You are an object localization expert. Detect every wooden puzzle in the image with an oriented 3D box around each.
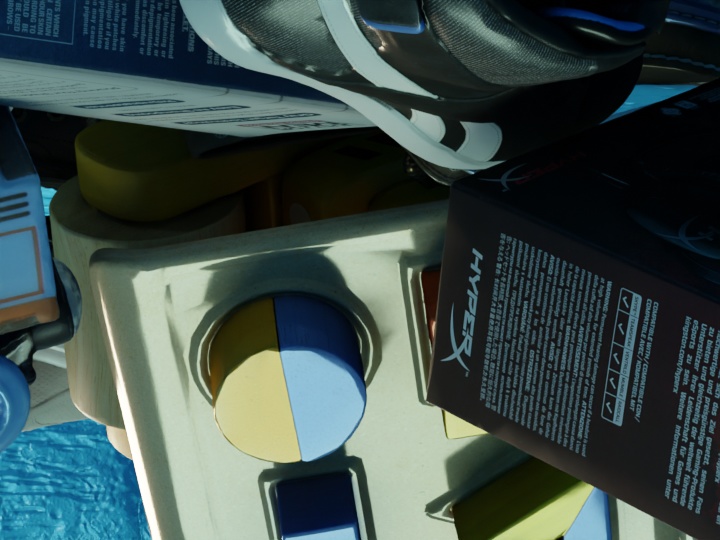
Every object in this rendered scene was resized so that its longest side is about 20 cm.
[{"bbox_3d":[0.017,0.061,0.902,0.199,0.186,0.046,-6,-142,3],"label":"wooden puzzle"}]

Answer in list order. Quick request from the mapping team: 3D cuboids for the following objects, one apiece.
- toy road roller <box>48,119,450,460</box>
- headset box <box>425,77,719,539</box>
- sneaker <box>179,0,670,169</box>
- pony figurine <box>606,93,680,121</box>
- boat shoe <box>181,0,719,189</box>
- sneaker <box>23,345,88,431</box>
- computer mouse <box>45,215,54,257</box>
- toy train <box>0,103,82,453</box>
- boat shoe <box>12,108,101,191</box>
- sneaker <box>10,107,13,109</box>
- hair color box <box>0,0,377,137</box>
[{"bbox_3d":[0.000,0.000,0.945,0.199,0.124,0.146,-22,-147,-31],"label":"toy road roller"},{"bbox_3d":[0.142,0.023,0.735,0.199,0.078,0.148,25,-148,36],"label":"headset box"},{"bbox_3d":[0.051,-0.068,0.724,0.111,0.074,0.200,3,177,38],"label":"sneaker"},{"bbox_3d":[0.060,-0.027,1.131,0.199,0.167,0.193,3,149,-6],"label":"pony figurine"},{"bbox_3d":[0.033,-0.063,0.876,0.199,0.073,0.072,2,177,17],"label":"boat shoe"},{"bbox_3d":[-0.166,0.049,1.042,0.076,0.092,0.200,28,-173,34],"label":"sneaker"},{"bbox_3d":[-0.167,0.004,0.929,0.199,0.034,0.059,-6,173,-38],"label":"computer mouse"},{"bbox_3d":[-0.186,0.011,0.804,0.199,0.115,0.087,-14,-142,-14],"label":"toy train"},{"bbox_3d":[-0.126,-0.069,1.075,0.200,0.072,0.066,18,144,-31],"label":"boat shoe"},{"bbox_3d":[-0.145,-0.069,0.934,0.075,0.089,0.200,39,174,-8],"label":"sneaker"},{"bbox_3d":[-0.077,-0.079,0.758,0.199,0.061,0.100,5,177,-42],"label":"hair color box"}]
